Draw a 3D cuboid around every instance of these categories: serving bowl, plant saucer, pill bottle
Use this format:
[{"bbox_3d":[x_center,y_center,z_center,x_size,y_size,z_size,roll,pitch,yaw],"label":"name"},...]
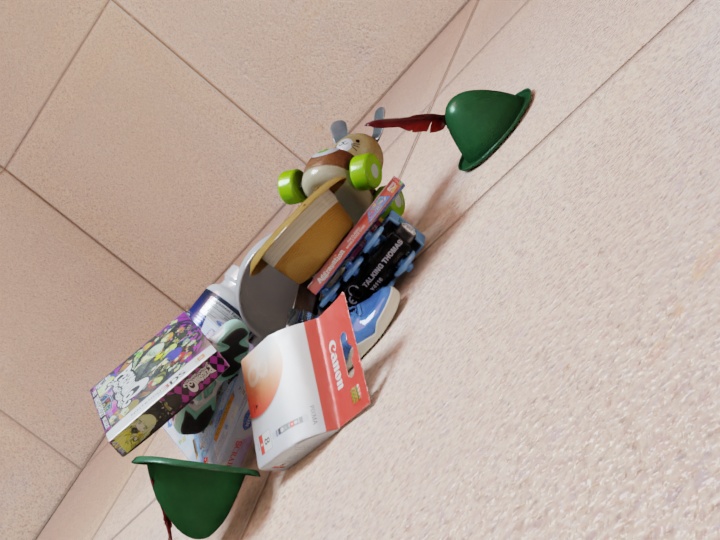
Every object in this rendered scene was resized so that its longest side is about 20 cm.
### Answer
[{"bbox_3d":[-0.119,0.018,1.564,0.200,0.200,0.066,-51,35,-1],"label":"serving bowl"},{"bbox_3d":[-0.091,0.101,1.461,0.200,0.032,0.202,11,-90,-89],"label":"plant saucer"},{"bbox_3d":[-0.243,0.096,1.629,0.200,0.116,0.116,-52,11,-13],"label":"pill bottle"}]

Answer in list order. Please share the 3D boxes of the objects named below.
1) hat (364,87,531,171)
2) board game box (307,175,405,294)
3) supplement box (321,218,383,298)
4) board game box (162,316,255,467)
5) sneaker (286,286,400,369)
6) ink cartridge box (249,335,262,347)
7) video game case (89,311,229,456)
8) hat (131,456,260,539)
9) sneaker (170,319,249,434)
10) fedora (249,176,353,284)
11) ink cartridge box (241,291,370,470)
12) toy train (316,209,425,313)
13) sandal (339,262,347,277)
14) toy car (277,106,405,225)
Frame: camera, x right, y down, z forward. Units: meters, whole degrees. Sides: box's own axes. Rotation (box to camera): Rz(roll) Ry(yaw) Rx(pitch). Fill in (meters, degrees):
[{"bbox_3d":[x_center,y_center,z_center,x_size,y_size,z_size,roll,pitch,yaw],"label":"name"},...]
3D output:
[{"bbox_3d":[0.150,-0.271,1.507,0.166,0.176,0.200,-40,15,42],"label":"hat"},{"bbox_3d":[-0.004,-0.052,1.379,0.200,0.019,0.103,-52,0,5],"label":"board game box"},{"bbox_3d":[-0.024,-0.042,1.669,0.200,0.103,0.131,-50,11,10],"label":"supplement box"},{"bbox_3d":[-0.220,0.200,1.470,0.199,0.041,0.201,33,101,51],"label":"board game box"},{"bbox_3d":[-0.043,0.078,1.320,0.200,0.111,0.077,-48,11,14],"label":"sneaker"},{"bbox_3d":[-0.209,0.215,1.625,0.176,0.084,0.200,-48,11,21],"label":"ink cartridge box"},{"bbox_3d":[-0.282,0.150,1.311,0.181,0.036,0.200,-40,24,-9],"label":"video game case"},{"bbox_3d":[-0.221,0.341,1.235,0.200,0.165,0.177,48,-133,-70],"label":"hat"},{"bbox_3d":[-0.252,0.130,1.428,0.140,0.078,0.201,44,108,39],"label":"sneaker"},{"bbox_3d":[-0.072,-0.046,1.386,0.201,0.082,0.201,-46,-1,-1],"label":"fedora"},{"bbox_3d":[-0.076,0.142,1.207,0.200,0.050,0.163,-45,47,40],"label":"ink cartridge box"},{"bbox_3d":[0.016,0.006,1.411,0.200,0.087,0.114,-52,2,16],"label":"toy train"},{"bbox_3d":[0.000,-0.001,1.550,0.201,0.057,0.080,-54,11,-15],"label":"sandal"},{"bbox_3d":[-0.018,-0.181,1.536,0.163,0.158,0.201,-8,54,29],"label":"toy car"}]
